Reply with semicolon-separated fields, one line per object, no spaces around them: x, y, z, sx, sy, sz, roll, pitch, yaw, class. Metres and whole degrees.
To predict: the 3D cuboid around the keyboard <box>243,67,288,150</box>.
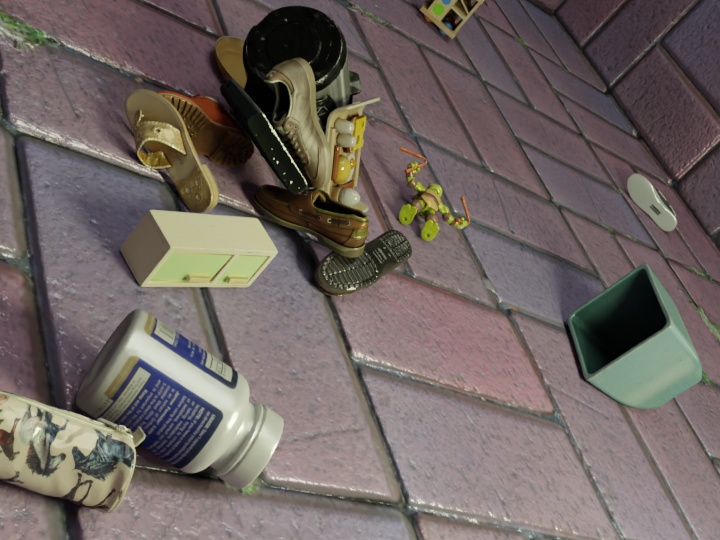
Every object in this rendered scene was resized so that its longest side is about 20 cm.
-0.140;-0.245;1.712;0.127;0.200;0.021;46;71;0;keyboard

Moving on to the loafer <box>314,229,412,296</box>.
0.000;0.000;1.657;0.199;0.071;0.073;-20;74;-44;loafer

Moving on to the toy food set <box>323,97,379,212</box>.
-0.009;-0.185;1.792;0.060;0.202;0.143;14;20;19;toy food set

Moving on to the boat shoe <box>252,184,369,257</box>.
-0.071;-0.095;1.620;0.199;0.069;0.072;25;32;17;boat shoe

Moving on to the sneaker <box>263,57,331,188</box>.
-0.100;-0.212;1.600;0.075;0.202;0.070;-25;24;-33;sneaker

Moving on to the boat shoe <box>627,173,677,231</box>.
0.859;-0.205;3.136;0.200;0.072;0.068;48;29;2;boat shoe

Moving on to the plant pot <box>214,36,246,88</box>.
-0.186;-0.345;1.935;0.199;0.028;0.201;32;29;-21;plant pot

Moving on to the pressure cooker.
-0.100;-0.316;1.778;0.175;0.179;0.200;31;-20;14;pressure cooker

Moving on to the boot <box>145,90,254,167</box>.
-0.259;-0.235;1.634;0.199;0.075;0.108;25;28;-49;boot

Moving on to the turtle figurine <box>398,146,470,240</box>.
0.119;-0.130;2.008;0.200;0.064;0.162;48;33;-11;turtle figurine

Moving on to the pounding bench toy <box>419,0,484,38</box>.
0.229;-0.770;2.978;0.200;0.156;0.124;40;28;-7;pounding bench toy

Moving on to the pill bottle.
-0.186;0.142;1.130;0.199;0.120;0.120;36;28;-16;pill bottle

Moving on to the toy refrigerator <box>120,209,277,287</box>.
-0.205;-0.024;1.392;0.199;0.076;0.070;1;48;-54;toy refrigerator

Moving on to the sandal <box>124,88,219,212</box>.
-0.280;-0.172;1.500;0.213;0.077;0.070;54;24;9;sandal

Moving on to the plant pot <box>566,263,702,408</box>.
0.551;0.153;2.077;0.200;0.195;0.197;42;25;-27;plant pot

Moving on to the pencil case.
-0.303;0.153;0.985;0.199;0.090;0.078;27;-3;-28;pencil case

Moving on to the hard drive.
-0.150;-0.206;1.632;0.140;0.033;0.200;58;-2;-30;hard drive
